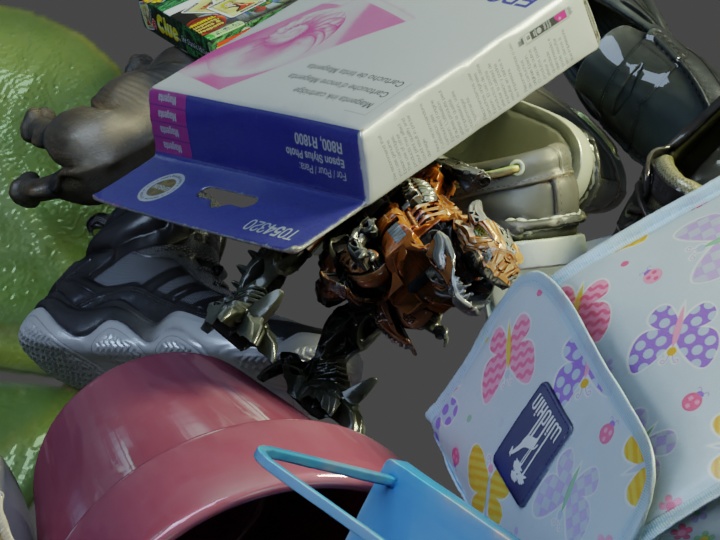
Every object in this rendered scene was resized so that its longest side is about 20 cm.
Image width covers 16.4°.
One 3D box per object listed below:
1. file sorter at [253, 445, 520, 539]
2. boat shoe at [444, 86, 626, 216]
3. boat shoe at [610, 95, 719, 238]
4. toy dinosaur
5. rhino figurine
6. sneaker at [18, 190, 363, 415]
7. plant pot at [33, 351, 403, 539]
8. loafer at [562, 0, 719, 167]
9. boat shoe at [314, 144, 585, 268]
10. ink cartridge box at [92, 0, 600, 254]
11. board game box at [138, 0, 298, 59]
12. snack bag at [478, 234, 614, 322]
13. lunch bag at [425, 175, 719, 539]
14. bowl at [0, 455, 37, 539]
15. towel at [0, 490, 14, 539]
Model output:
[{"bbox_3d":[-0.014,0.187,0.999,0.139,0.123,0.200,32,98,37],"label":"file sorter"},{"bbox_3d":[0.058,-0.083,1.353,0.202,0.060,0.072,35,104,37],"label":"boat shoe"},{"bbox_3d":[0.157,-0.032,1.190,0.200,0.065,0.073,-49,49,-1],"label":"boat shoe"},{"bbox_3d":[0.000,0.000,1.203,0.136,0.102,0.200,-54,13,-10],"label":"toy dinosaur"},{"bbox_3d":[-0.104,-0.096,1.412,0.200,0.060,0.087,-33,20,-29],"label":"rhino figurine"},{"bbox_3d":[-0.080,0.010,1.326,0.200,0.076,0.114,5,60,27],"label":"sneaker"},{"bbox_3d":[-0.069,0.135,1.171,0.200,0.200,0.179,-33,36,-4],"label":"plant pot"},{"bbox_3d":[0.144,-0.094,1.304,0.068,0.070,0.201,-61,35,26],"label":"loafer"},{"bbox_3d":[0.031,-0.035,1.278,0.201,0.072,0.060,4,99,44],"label":"boat shoe"},{"bbox_3d":[-0.016,-0.088,1.242,0.200,0.043,0.196,-34,26,-26],"label":"ink cartridge box"},{"bbox_3d":[-0.018,-0.173,1.420,0.200,0.024,0.105,-27,26,-19],"label":"board game box"},{"bbox_3d":[0.161,0.050,1.240,0.200,0.021,0.189,-15,51,10],"label":"snack bag"},{"bbox_3d":[0.137,0.070,1.084,0.200,0.127,0.170,-29,40,6],"label":"lunch bag"},{"bbox_3d":[-0.228,0.195,1.227,0.200,0.075,0.200,-33,47,19],"label":"bowl"},{"bbox_3d":[-0.204,0.199,1.113,0.200,0.034,0.133,-51,43,21],"label":"towel"}]
